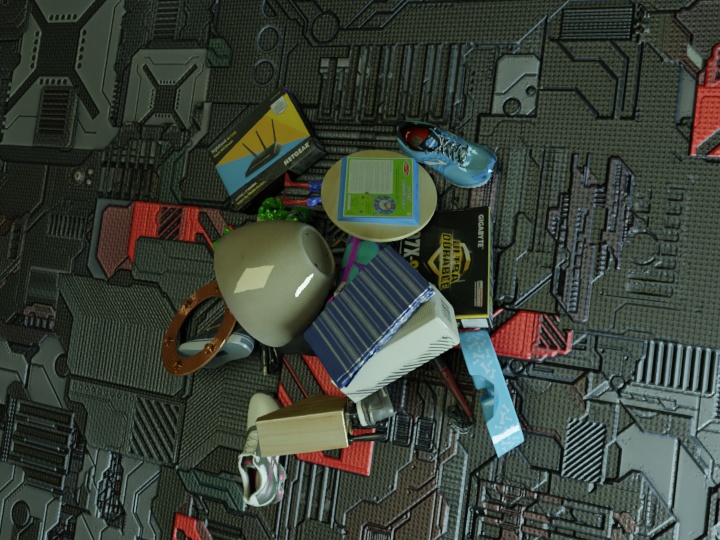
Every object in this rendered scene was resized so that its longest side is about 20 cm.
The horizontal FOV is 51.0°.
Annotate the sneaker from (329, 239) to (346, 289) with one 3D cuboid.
[{"bbox_3d":[-0.099,-0.006,1.364,0.195,0.078,0.079,-5,69,19],"label":"sneaker"}]

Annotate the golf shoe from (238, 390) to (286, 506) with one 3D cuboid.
[{"bbox_3d":[-0.177,0.316,1.349,0.076,0.088,0.205,-9,79,23],"label":"golf shoe"}]

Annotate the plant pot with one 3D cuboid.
[{"bbox_3d":[-0.117,-0.001,1.201,0.133,0.199,0.204,-29,74,22],"label":"plant pot"}]

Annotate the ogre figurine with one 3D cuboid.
[{"bbox_3d":[-0.166,-0.074,1.360,0.199,0.119,0.099,-38,85,33],"label":"ogre figurine"}]

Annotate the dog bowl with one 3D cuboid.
[{"bbox_3d":[0.204,0.186,1.182,0.049,0.111,0.204,-18,86,5],"label":"dog bowl"}]

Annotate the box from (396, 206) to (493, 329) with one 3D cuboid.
[{"bbox_3d":[0.135,-0.003,1.223,0.156,0.050,0.204,-4,59,19],"label":"box"}]

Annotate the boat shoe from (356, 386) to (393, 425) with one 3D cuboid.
[{"bbox_3d":[0.030,0.181,1.237,0.056,0.201,0.068,-11,117,9],"label":"boat shoe"}]

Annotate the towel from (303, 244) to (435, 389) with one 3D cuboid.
[{"bbox_3d":[0.008,0.066,1.129,0.200,0.024,0.145,-46,40,1],"label":"towel"}]

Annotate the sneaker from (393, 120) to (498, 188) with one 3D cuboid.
[{"bbox_3d":[0.135,-0.199,1.268,0.197,0.090,0.080,24,93,24],"label":"sneaker"}]

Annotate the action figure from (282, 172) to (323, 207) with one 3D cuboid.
[{"bbox_3d":[-0.038,-0.153,1.338,0.195,0.100,0.066,5,129,-8],"label":"action figure"}]

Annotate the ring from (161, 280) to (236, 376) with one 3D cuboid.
[{"bbox_3d":[-0.303,0.102,1.408,0.198,0.019,0.204,-25,43,25],"label":"ring"}]

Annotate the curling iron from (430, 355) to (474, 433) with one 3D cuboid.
[{"bbox_3d":[0.133,0.174,1.244,0.025,0.049,0.204,-32,79,50],"label":"curling iron"}]

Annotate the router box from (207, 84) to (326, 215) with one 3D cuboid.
[{"bbox_3d":[-0.179,-0.225,1.428,0.198,0.051,0.151,-36,70,16],"label":"router box"}]

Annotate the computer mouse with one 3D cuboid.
[{"bbox_3d":[-0.123,0.111,1.332,0.197,0.052,0.142,-10,76,43],"label":"computer mouse"}]

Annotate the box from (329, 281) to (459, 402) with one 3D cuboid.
[{"bbox_3d":[0.047,0.110,1.134,0.198,0.068,0.083,-33,34,22],"label":"box"}]

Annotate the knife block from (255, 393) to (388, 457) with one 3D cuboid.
[{"bbox_3d":[-0.052,0.259,1.254,0.174,0.197,0.066,-1,101,51],"label":"knife block"}]

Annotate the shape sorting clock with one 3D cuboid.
[{"bbox_3d":[0.031,-0.127,1.266,0.195,0.040,0.203,-1,52,1],"label":"shape sorting clock"}]

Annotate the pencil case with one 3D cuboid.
[{"bbox_3d":[0.000,0.000,1.262,0.084,0.093,0.203,-10,49,31],"label":"pencil case"}]

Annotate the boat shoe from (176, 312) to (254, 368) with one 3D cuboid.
[{"bbox_3d":[-0.262,0.123,1.424,0.197,0.071,0.092,-14,45,38],"label":"boat shoe"}]
